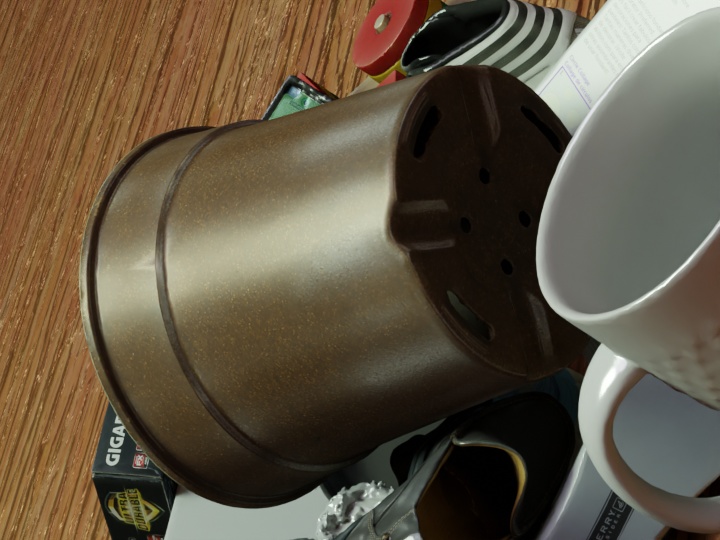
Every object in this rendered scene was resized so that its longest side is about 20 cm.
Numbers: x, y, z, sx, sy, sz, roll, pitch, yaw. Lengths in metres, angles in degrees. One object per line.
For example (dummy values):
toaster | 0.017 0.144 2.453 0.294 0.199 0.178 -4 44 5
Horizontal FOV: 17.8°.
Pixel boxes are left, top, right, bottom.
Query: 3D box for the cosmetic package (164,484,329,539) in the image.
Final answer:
cosmetic package | -0.044 0.100 1.356 0.072 0.101 0.201 85 -166 -52

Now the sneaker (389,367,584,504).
sneaker | 0.040 0.127 1.197 0.201 0.090 0.078 -63 25 -8

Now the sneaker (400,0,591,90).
sneaker | 0.071 -0.095 1.316 0.201 0.115 0.076 122 169 -55

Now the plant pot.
plant pot | 0.000 0.000 1.118 0.198 0.200 0.201 -19 45 43

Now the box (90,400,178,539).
box | -0.111 0.115 1.409 0.201 0.046 0.160 81 -165 -52

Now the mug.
mug | 0.172 0.018 0.969 0.201 0.175 0.148 -57 24 5

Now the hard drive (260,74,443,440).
hard drive | 0.005 -0.002 1.319 0.140 0.199 0.038 -58 -17 3

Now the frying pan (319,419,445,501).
frying pan | 0.034 0.127 1.259 0.031 0.114 0.192 13 -114 -80

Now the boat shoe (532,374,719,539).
boat shoe | 0.130 0.103 1.096 0.201 0.070 0.066 -62 -1 2

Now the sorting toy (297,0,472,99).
sorting toy | 0.005 -0.090 1.536 0.200 0.069 0.200 -42 29 34

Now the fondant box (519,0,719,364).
fondant box | 0.155 -0.058 1.114 0.200 0.058 0.145 -51 60 38

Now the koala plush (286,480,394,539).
koala plush | -0.033 0.212 1.104 0.201 0.183 0.178 -81 15 -50

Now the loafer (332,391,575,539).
loafer | 0.057 0.108 1.086 0.072 0.073 0.200 -41 1 39
